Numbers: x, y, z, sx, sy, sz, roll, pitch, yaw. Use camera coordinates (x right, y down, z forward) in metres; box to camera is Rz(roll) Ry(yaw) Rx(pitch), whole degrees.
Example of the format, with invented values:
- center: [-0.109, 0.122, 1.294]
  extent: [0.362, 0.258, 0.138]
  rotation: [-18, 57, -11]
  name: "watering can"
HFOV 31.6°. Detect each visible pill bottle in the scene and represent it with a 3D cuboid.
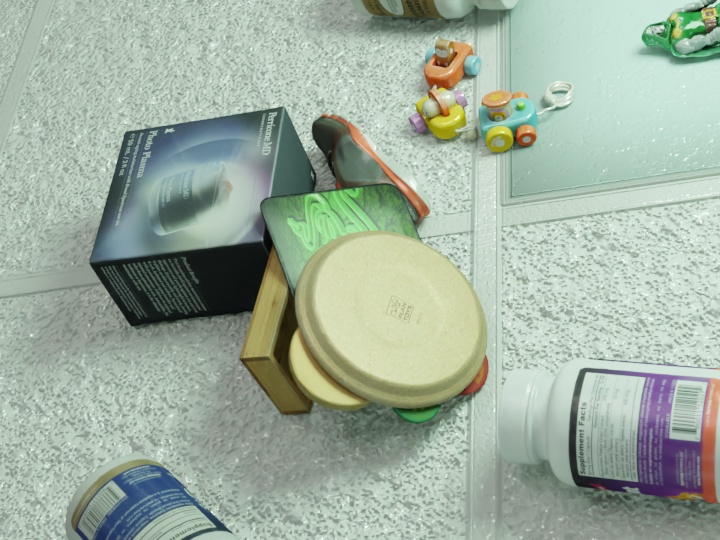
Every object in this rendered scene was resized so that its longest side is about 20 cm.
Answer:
- center: [-0.166, 0.259, 1.127]
  extent: [0.111, 0.111, 0.200]
  rotation: [-42, 50, -16]
  name: "pill bottle"
- center: [0.223, 0.132, 1.083]
  extent: [0.200, 0.112, 0.112]
  rotation: [3, 53, 24]
  name: "pill bottle"
- center: [0.092, -0.366, 1.556]
  extent: [0.200, 0.114, 0.114]
  rotation: [8, 55, 27]
  name: "pill bottle"

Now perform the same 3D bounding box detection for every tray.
- center: [-0.065, 0.034, 1.286]
  extent: [0.037, 0.099, 0.200]
  rotation: [-7, 49, 23]
  name: "tray"

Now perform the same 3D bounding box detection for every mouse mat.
- center: [0.000, 0.000, 1.267]
  extent: [0.161, 0.008, 0.200]
  rotation: [-9, 60, -25]
  name: "mouse mat"

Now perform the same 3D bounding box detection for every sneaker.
- center: [-0.009, -0.104, 1.403]
  extent: [0.082, 0.077, 0.200]
  rotation: [-41, 48, -7]
  name: "sneaker"

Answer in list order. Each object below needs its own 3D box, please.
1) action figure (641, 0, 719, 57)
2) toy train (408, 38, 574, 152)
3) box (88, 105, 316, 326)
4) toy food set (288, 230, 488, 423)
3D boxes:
- center: [0.410, -0.279, 1.404]
  extent: [0.200, 0.055, 0.118]
  rotation: [-14, 51, 15]
  name: "action figure"
- center: [0.134, -0.211, 1.448]
  extent: [0.200, 0.056, 0.150]
  rotation: [22, 62, 35]
  name: "toy train"
- center: [-0.166, -0.061, 1.392]
  extent: [0.198, 0.123, 0.200]
  rotation: [-7, 50, 14]
  name: "box"
- center: [0.031, 0.050, 1.211]
  extent: [0.198, 0.049, 0.200]
  rotation: [11, 54, -14]
  name: "toy food set"
